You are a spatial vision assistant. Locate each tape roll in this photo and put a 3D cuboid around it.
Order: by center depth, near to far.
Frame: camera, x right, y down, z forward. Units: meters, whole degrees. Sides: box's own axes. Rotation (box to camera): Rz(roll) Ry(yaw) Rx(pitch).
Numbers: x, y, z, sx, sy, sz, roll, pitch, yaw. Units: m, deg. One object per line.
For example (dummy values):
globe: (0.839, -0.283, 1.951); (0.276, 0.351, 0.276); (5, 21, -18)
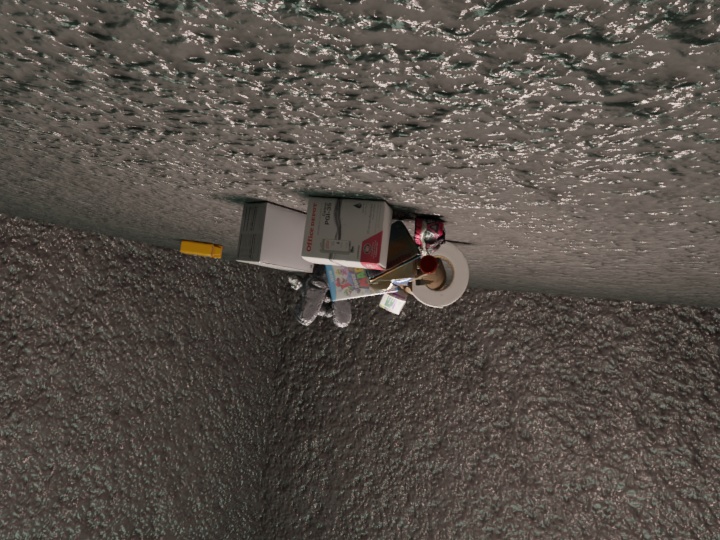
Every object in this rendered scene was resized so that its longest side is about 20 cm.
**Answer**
tape roll: (0.239, 0.011, 1.736); (0.196, 0.210, 0.037); (6, 176, 7)

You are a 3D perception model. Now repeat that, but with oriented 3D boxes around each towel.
towel: (0.065, -0.054, 1.406); (0.144, 0.022, 0.201); (-27, -152, 3)

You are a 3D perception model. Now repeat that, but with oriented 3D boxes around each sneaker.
sneaker: (0.188, -0.083, 1.453); (0.072, 0.084, 0.200); (3, 174, 16)

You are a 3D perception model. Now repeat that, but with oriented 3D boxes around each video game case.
video game case: (0.000, 0.000, 1.560); (0.193, 0.148, 0.018); (-9, -169, 14)

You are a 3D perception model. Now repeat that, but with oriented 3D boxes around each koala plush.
koala plush: (-0.123, 0.056, 1.692); (0.172, 0.190, 0.199); (6, -174, -22)

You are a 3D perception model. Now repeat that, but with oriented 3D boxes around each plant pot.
plant pot: (0.205, -0.019, 1.863); (0.194, 0.205, 0.094); (8, 136, -15)

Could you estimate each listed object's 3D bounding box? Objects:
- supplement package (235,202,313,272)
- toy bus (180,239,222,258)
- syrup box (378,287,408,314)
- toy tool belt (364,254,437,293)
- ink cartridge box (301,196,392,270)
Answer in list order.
supplement package: (-0.226, -0.088, 1.554); (0.109, 0.161, 0.197); (4, 175, 42)
toy bus: (-0.797, -0.107, 2.818); (0.193, 0.067, 0.078); (8, 174, 1)
syrup box: (0.132, 0.039, 1.914); (0.079, 0.203, 0.080); (23, 141, 1)
toy tool belt: (0.113, -0.006, 1.459); (0.194, 0.129, 0.123); (-8, 176, 17)
ink cartridge box: (-0.032, -0.087, 1.317); (0.193, 0.152, 0.083); (5, 173, 17)
